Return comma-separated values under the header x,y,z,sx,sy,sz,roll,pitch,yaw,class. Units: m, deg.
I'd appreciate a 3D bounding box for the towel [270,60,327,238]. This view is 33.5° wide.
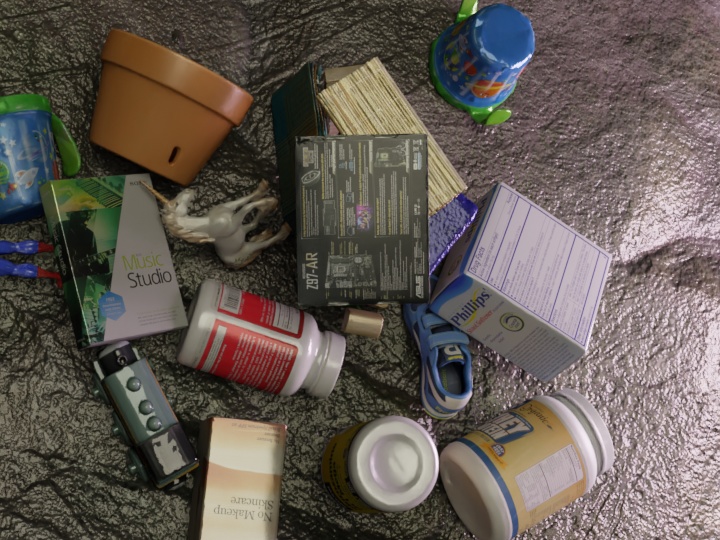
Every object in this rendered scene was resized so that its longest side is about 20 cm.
x,y,z,sx,sy,sz,roll,pitch,yaw,class
-0.076,-0.156,1.574,0.022,0.146,0.202,-3,81,-27,towel

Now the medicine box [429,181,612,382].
x,y,z,sx,sy,sz,roll,pitch,yaw,class
0.219,0.015,1.620,0.199,0.103,0.183,32,50,-7,medicine box

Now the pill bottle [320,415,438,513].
x,y,z,sx,sy,sz,roll,pitch,yaw,class
0.015,0.245,1.489,0.111,0.200,0.114,3,77,-16,pill bottle

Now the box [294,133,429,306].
x,y,z,sx,sy,sz,roll,pitch,yaw,class
0.002,-0.060,1.420,0.158,0.044,0.202,-2,95,-3,box

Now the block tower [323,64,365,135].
x,y,z,sx,sy,sz,roll,pitch,yaw,class
-0.020,-0.211,1.578,0.057,0.200,0.055,-7,81,-2,block tower

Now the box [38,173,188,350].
x,y,z,sx,sy,sz,roll,pitch,yaw,class
-0.295,-0.015,1.439,0.144,0.036,0.202,-10,80,-45,box

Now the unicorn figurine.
x,y,z,sx,sy,sz,roll,pitch,yaw,class
-0.168,-0.060,1.514,0.137,0.201,0.074,-30,46,-5,unicorn figurine

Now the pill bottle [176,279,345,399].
x,y,z,sx,sy,sz,roll,pitch,yaw,class
-0.125,0.093,1.525,0.198,0.112,0.113,19,74,-12,pill bottle

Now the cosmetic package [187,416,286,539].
x,y,z,sx,sy,sz,roll,pitch,yaw,class
-0.156,0.289,1.489,0.102,0.087,0.202,7,77,-16,cosmetic package

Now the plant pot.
x,y,z,sx,sy,sz,roll,pitch,yaw,class
-0.254,-0.197,1.515,0.199,0.200,0.141,26,89,-10,plant pot

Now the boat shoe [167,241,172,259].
x,y,z,sx,sy,sz,roll,pitch,yaw,class
-0.273,-0.023,1.525,0.070,0.072,0.202,-17,84,-18,boat shoe

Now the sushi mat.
x,y,z,sx,sy,sz,roll,pitch,yaw,class
0.039,-0.155,1.459,0.095,0.012,0.201,-35,92,-15,sushi mat

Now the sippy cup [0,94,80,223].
x,y,z,sx,sy,sz,roll,pitch,yaw,class
-0.428,-0.130,1.460,0.176,0.140,0.132,-17,86,-17,sippy cup

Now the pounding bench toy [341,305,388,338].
x,y,z,sx,sy,sz,roll,pitch,yaw,class
0.000,0.000,1.558,0.123,0.156,0.202,19,73,-12,pounding bench toy

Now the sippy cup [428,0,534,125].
x,y,z,sx,sy,sz,roll,pitch,yaw,class
0.179,-0.308,1.689,0.139,0.130,0.178,-41,92,-20,sippy cup

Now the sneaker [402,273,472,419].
x,y,z,sx,sy,sz,roll,pitch,yaw,class
0.111,0.095,1.612,0.073,0.082,0.202,-10,80,-17,sneaker

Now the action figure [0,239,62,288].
x,y,z,sx,sy,sz,roll,pitch,yaw,class
-0.470,-0.012,1.476,0.199,0.099,0.066,10,72,-37,action figure

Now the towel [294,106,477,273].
x,y,z,sx,sy,sz,roll,pitch,yaw,class
0.032,-0.087,1.481,0.200,0.050,0.148,42,77,-5,towel

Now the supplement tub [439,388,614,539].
x,y,z,sx,sy,sz,roll,pitch,yaw,class
0.219,0.255,1.579,0.199,0.145,0.146,-26,87,-20,supplement tub

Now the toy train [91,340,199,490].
x,y,z,sx,sy,sz,roll,pitch,yaw,class
-0.264,0.176,1.466,0.085,0.114,0.201,-26,87,-20,toy train
